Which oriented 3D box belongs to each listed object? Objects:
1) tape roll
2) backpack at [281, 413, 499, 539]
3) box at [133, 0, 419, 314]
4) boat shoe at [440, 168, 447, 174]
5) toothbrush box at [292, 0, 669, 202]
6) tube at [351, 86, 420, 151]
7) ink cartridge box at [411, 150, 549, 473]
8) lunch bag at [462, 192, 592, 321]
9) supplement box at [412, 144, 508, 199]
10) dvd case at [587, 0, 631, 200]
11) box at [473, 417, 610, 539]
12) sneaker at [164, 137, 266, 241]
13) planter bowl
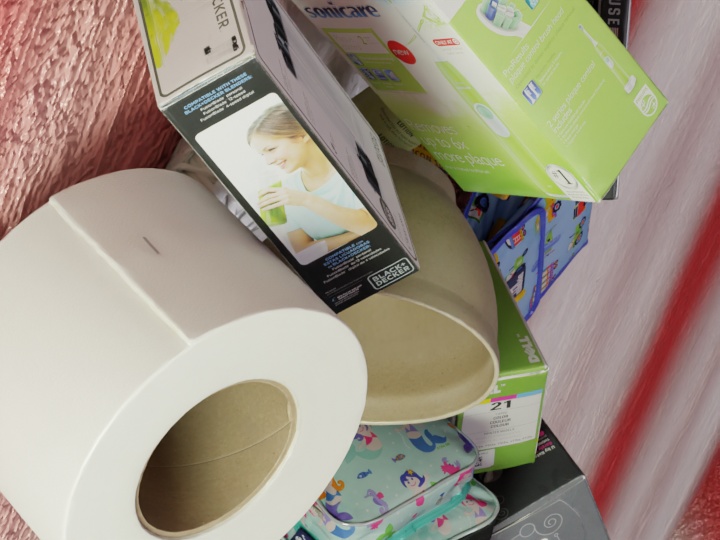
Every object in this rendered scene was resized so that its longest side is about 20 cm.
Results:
[{"bbox_3d":[-0.115,0.064,1.248,0.202,0.139,0.204,-28,140,-26],"label":"tape roll"},{"bbox_3d":[-0.021,0.158,1.626,0.177,0.200,0.152,-23,135,-38],"label":"backpack"},{"bbox_3d":[-0.046,-0.081,1.241,0.060,0.117,0.200,-27,138,11],"label":"box"},{"bbox_3d":[0.091,-0.119,1.755,0.201,0.063,0.074,-40,154,-46],"label":"boat shoe"},{"bbox_3d":[0.068,-0.139,1.383,0.200,0.145,0.086,48,69,-28],"label":"toothbrush box"},{"bbox_3d":[0.061,-0.129,1.512,0.199,0.052,0.058,-32,165,26],"label":"tube"},{"bbox_3d":[0.082,0.029,1.666,0.075,0.148,0.201,-8,133,-15],"label":"ink cartridge box"},{"bbox_3d":[0.114,-0.019,1.880,0.201,0.094,0.151,-56,161,-31],"label":"lunch bag"},{"bbox_3d":[0.085,-0.162,1.596,0.086,0.110,0.201,-51,158,-34],"label":"supplement box"},{"bbox_3d":[0.165,-0.161,1.565,0.150,0.024,0.202,-96,-172,-78],"label":"dvd case"},{"bbox_3d":[0.104,0.163,1.780,0.106,0.200,0.123,-30,130,-5],"label":"box"},{"bbox_3d":[-0.100,-0.029,1.352,0.099,0.078,0.201,-14,128,-61],"label":"sneaker"},{"bbox_3d":[0.000,0.000,1.513,0.201,0.198,0.136,80,16,-61],"label":"planter bowl"}]
